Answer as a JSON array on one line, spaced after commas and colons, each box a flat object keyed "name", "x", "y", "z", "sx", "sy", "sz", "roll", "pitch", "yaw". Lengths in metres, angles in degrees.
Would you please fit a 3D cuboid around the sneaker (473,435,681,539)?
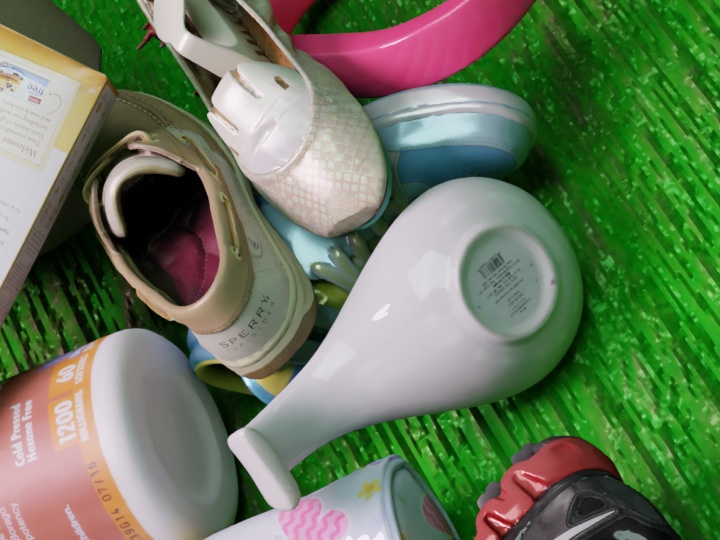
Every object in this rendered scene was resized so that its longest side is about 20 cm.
[{"name": "sneaker", "x": 0.059, "y": 0.163, "z": 0.920, "sx": 0.098, "sy": 0.071, "sz": 0.201, "roll": 26, "pitch": 76, "yaw": 49}]

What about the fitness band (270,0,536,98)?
[{"name": "fitness band", "x": 0.020, "y": -0.141, "z": 1.124, "sx": 0.200, "sy": 0.037, "sz": 0.144, "roll": 4, "pitch": 51, "yaw": 52}]

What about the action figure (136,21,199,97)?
[{"name": "action figure", "x": -0.079, "y": -0.119, "z": 1.195, "sx": 0.051, "sy": 0.065, "sz": 0.201, "roll": -17, "pitch": 59, "yaw": 18}]

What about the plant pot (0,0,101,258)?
[{"name": "plant pot", "x": -0.203, "y": -0.074, "z": 1.188, "sx": 0.134, "sy": 0.201, "sz": 0.201, "roll": 5, "pitch": 62, "yaw": -6}]

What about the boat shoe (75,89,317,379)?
[{"name": "boat shoe", "x": -0.090, "y": -0.032, "z": 1.063, "sx": 0.074, "sy": 0.066, "sz": 0.200, "roll": -49, "pitch": 47, "yaw": 5}]

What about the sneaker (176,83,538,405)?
[{"name": "sneaker", "x": 0.000, "y": 0.000, "z": 1.076, "sx": 0.199, "sy": 0.079, "sz": 0.131, "roll": -22, "pitch": 56, "yaw": 27}]

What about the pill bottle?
[{"name": "pill bottle", "x": -0.168, "y": 0.112, "z": 1.092, "sx": 0.199, "sy": 0.112, "sz": 0.113, "roll": -23, "pitch": 55, "yaw": 19}]

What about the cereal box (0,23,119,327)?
[{"name": "cereal box", "x": -0.218, "y": -0.027, "z": 1.053, "sx": 0.143, "sy": 0.040, "sz": 0.201, "roll": 26, "pitch": 84, "yaw": 7}]

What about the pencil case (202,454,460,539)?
[{"name": "pencil case", "x": -0.048, "y": 0.158, "z": 1.013, "sx": 0.199, "sy": 0.083, "sz": 0.091, "roll": -27, "pitch": 59, "yaw": 16}]

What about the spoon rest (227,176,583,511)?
[{"name": "spoon rest", "x": 0.019, "y": 0.034, "z": 1.008, "sx": 0.200, "sy": 0.100, "sz": 0.061, "roll": -36, "pitch": 7, "yaw": -28}]

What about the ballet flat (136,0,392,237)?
[{"name": "ballet flat", "x": -0.055, "y": -0.085, "z": 1.066, "sx": 0.068, "sy": 0.062, "sz": 0.200, "roll": -56, "pitch": 44, "yaw": 19}]
